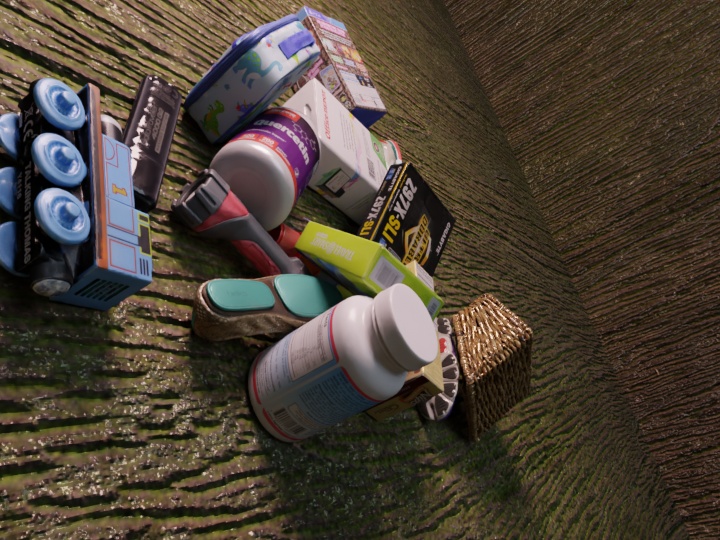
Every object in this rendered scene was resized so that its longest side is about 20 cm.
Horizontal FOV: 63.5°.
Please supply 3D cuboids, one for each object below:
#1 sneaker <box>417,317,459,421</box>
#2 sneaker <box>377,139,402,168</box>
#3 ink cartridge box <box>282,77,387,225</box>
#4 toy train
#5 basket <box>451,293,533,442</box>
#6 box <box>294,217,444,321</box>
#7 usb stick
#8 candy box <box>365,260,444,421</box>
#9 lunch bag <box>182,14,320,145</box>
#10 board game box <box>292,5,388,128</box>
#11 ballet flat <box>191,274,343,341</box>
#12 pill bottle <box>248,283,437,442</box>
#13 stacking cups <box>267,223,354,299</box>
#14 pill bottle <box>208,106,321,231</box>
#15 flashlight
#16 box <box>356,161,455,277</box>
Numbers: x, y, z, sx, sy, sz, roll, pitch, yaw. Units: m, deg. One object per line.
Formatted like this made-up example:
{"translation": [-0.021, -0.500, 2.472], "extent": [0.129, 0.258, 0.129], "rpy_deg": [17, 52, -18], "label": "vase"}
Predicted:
{"translation": [0.140, 0.169, 0.968], "extent": [0.085, 0.078, 0.203], "rpy_deg": [57, 28, -29], "label": "sneaker"}
{"translation": [0.051, -0.173, 1.157], "extent": [0.091, 0.070, 0.206], "rpy_deg": [1, 65, -39], "label": "sneaker"}
{"translation": [-0.039, -0.196, 0.982], "extent": [0.198, 0.083, 0.149], "rpy_deg": [34, 38, -43], "label": "ink cartridge box"}
{"translation": [-0.246, -0.068, 0.504], "extent": [0.113, 0.085, 0.206], "rpy_deg": [26, 44, -57], "label": "toy train"}
{"translation": [0.198, 0.160, 0.998], "extent": [0.143, 0.147, 0.203], "rpy_deg": [43, -20, 39], "label": "basket"}
{"translation": [0.000, 0.000, 0.714], "extent": [0.121, 0.048, 0.198], "rpy_deg": [39, -8, -33], "label": "box"}
{"translation": [-0.237, -0.146, 0.647], "extent": [0.055, 0.032, 0.205], "rpy_deg": [29, 41, -33], "label": "usb stick"}
{"translation": [0.053, 0.097, 0.834], "extent": [0.055, 0.114, 0.204], "rpy_deg": [40, 34, -34], "label": "candy box"}
{"translation": [-0.140, -0.265, 0.787], "extent": [0.083, 0.158, 0.202], "rpy_deg": [50, 30, -17], "label": "lunch bag"}
{"translation": [-0.056, -0.364, 1.097], "extent": [0.205, 0.095, 0.158], "rpy_deg": [63, 27, 4], "label": "board game box"}
{"translation": [-0.104, 0.044, 0.650], "extent": [0.196, 0.066, 0.072], "rpy_deg": [6, 46, -45], "label": "ballet flat"}
{"translation": [-0.019, 0.097, 0.615], "extent": [0.108, 0.197, 0.111], "rpy_deg": [39, 34, -33], "label": "pill bottle"}
{"translation": [-0.047, -0.006, 0.813], "extent": [0.198, 0.060, 0.062], "rpy_deg": [35, 36, -42], "label": "stacking cups"}
{"translation": [-0.116, -0.144, 0.768], "extent": [0.113, 0.111, 0.202], "rpy_deg": [50, 29, -19], "label": "pill bottle"}
{"translation": [-0.132, -0.023, 0.687], "extent": [0.202, 0.066, 0.069], "rpy_deg": [53, 35, -28], "label": "flashlight"}
{"translation": [0.071, -0.049, 0.971], "extent": [0.159, 0.048, 0.204], "rpy_deg": [42, 64, -34], "label": "box"}
